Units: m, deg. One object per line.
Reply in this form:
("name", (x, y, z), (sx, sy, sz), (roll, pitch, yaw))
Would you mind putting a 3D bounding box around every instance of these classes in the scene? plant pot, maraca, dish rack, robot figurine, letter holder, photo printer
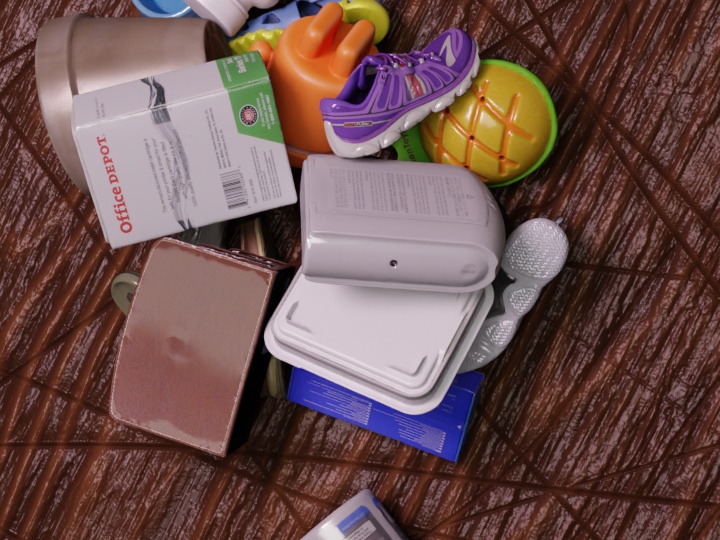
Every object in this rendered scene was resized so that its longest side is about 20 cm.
("plant pot", (-0.227, -0.194, 1.579), (0.173, 0.200, 0.201), (-14, 86, 12))
("maraca", (0.113, -0.148, 1.559), (0.199, 0.107, 0.138), (-15, 101, 27))
("dish rack", (0.017, 0.036, 1.467), (0.199, 0.044, 0.172), (22, 66, 18))
("robot figurine", (-0.048, -0.189, 1.561), (0.143, 0.200, 0.117), (-1, 53, -22))
("letter holder", (-0.169, 0.073, 1.540), (0.142, 0.101, 0.201), (16, 95, 8))
("photo printer", (0.041, -0.047, 1.442), (0.199, 0.167, 0.070), (4, 123, -7))

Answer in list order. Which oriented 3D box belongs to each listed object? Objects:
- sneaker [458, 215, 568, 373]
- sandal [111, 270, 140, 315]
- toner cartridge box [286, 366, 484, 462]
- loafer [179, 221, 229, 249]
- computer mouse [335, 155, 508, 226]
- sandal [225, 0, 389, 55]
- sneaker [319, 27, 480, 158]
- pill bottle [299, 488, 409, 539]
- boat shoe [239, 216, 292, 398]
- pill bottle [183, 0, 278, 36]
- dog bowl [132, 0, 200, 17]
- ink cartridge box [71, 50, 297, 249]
("sneaker", (0.151, 0.023, 1.546), (0.075, 0.114, 0.200), (41, 108, 4))
("sandal", (-0.213, 0.085, 1.631), (0.201, 0.057, 0.080), (40, 131, 15))
("toner cartridge box", (0.026, 0.126, 1.583), (0.199, 0.043, 0.095), (20, 122, 11))
("loafer", (-0.178, -0.065, 1.633), (0.070, 0.070, 0.201), (12, 92, 3))
("computer mouse", (0.067, -0.089, 1.547), (0.199, 0.059, 0.034), (24, 63, -17))
("sandal", (-0.059, -0.270, 1.620), (0.199, 0.080, 0.087), (-14, 49, 18))
("sneaker", (0.042, -0.192, 1.477), (0.200, 0.081, 0.084), (-40, 121, -27))
("pill bottle", (0.026, 0.343, 1.561), (0.114, 0.114, 0.200), (-40, 81, 8))
("boat shoe", (-0.119, 0.043, 1.618), (0.067, 0.072, 0.201), (-5, 91, 10))
("pill bottle", (-0.108, -0.355, 1.588), (0.111, 0.111, 0.200), (37, 86, 10))
("dog bowl", (-0.229, -0.363, 1.660), (0.111, 0.050, 0.201), (-26, 85, 10))
("ink cartridge box", (-0.178, -0.122, 1.487), (0.199, 0.083, 0.147), (-14, 123, -5))
